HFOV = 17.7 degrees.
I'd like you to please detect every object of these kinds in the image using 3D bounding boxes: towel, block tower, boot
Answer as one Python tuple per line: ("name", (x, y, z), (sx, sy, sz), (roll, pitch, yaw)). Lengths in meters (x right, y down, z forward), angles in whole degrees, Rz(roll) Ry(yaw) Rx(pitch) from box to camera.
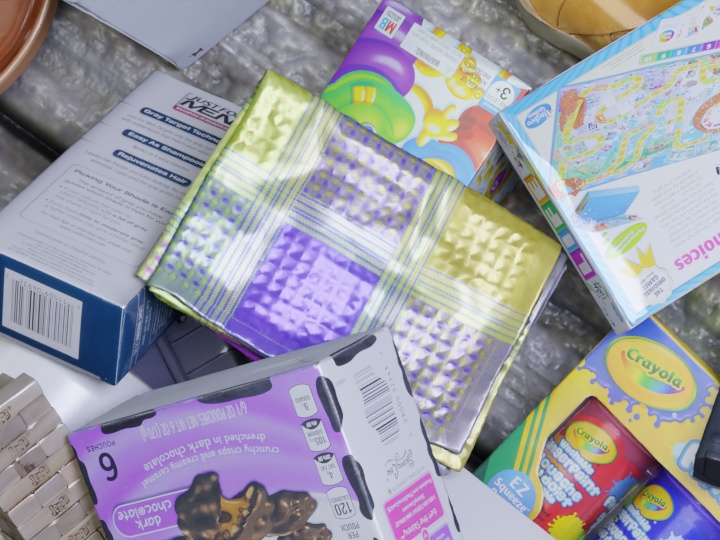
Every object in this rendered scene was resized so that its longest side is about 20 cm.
("towel", (0.000, 0.000, 1.221), (0.199, 0.023, 0.144), (32, 79, -3))
("block tower", (-0.152, 0.143, 1.226), (0.054, 0.058, 0.201), (-39, 118, -20))
("boot", (0.160, -0.167, 1.312), (0.143, 0.071, 0.202), (-22, 80, 3))

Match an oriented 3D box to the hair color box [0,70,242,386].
("hair color box", (-0.126, -0.028, 1.300), (0.100, 0.200, 0.061), (23, 131, 15))

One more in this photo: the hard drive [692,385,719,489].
("hard drive", (0.272, 0.043, 1.225), (0.139, 0.033, 0.201), (17, 59, 15))

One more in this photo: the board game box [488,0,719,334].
("board game box", (0.187, -0.075, 1.237), (0.199, 0.034, 0.135), (-31, 87, -10))

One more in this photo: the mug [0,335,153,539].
("mug", (-0.208, 0.091, 1.303), (0.186, 0.149, 0.153), (38, 86, 8))

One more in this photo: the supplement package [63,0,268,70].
("supplement package", (-0.103, -0.219, 1.306), (0.156, 0.200, 0.111), (-38, 77, 7))

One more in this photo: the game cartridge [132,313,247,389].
("game cartridge", (-0.147, 0.116, 1.371), (0.199, 0.038, 0.130), (-30, 74, 9))

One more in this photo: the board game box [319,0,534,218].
("board game box", (0.011, -0.037, 1.309), (0.103, 0.105, 0.201), (33, 92, 15))

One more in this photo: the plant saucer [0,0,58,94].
("plant saucer", (-0.277, -0.186, 1.434), (0.199, 0.032, 0.202), (-1, 84, 13))

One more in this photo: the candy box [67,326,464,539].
("candy box", (-0.035, 0.148, 1.169), (0.167, 0.071, 0.201), (-17, 96, 34))

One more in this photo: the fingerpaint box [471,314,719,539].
("fingerpaint box", (0.169, 0.147, 1.267), (0.167, 0.073, 0.200), (-45, 76, 6))

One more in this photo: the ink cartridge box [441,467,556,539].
("ink cartridge box", (0.002, 0.192, 1.256), (0.146, 0.084, 0.201), (37, 121, 16))
